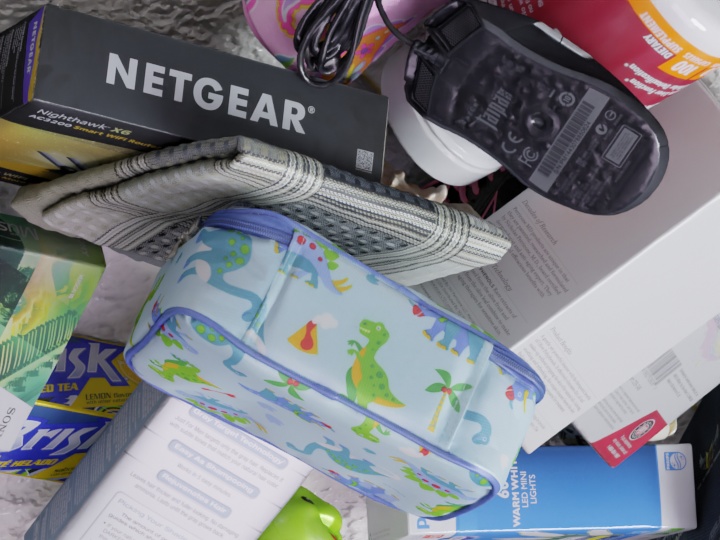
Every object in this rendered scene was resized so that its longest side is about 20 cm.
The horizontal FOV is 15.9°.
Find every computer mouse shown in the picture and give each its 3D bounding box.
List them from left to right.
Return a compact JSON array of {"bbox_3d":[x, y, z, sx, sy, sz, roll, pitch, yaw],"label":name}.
[{"bbox_3d":[0.077,-0.121,1.289,0.199,0.046,0.141,25,121,-2],"label":"computer mouse"}]

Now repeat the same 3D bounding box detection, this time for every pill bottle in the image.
[{"bbox_3d":[0.109,-0.125,1.376,0.113,0.114,0.199,22,141,-38],"label":"pill bottle"}]

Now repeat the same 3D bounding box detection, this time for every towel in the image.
[{"bbox_3d":[-0.055,-0.020,1.359,0.192,0.035,0.199,18,161,-40],"label":"towel"}]

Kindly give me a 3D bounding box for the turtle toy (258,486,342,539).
[{"bbox_3d":[-0.104,0.184,1.661,0.199,0.102,0.146,-1,149,28],"label":"turtle toy"}]

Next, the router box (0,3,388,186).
[{"bbox_3d":[-0.109,-0.073,1.349,0.199,0.053,0.157,13,164,-27],"label":"router box"}]

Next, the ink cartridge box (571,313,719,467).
[{"bbox_3d":[0.191,0.013,1.545,0.200,0.086,0.148,-40,156,1],"label":"ink cartridge box"}]

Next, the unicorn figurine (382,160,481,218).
[{"bbox_3d":[0.000,0.000,1.508,0.137,0.074,0.201,23,129,14],"label":"unicorn figurine"}]

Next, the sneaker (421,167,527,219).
[{"bbox_3d":[0.076,-0.041,1.518,0.095,0.079,0.201,8,134,-12],"label":"sneaker"}]

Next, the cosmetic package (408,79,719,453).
[{"bbox_3d":[0.137,-0.003,1.424,0.199,0.085,0.108,-37,144,1],"label":"cosmetic package"}]

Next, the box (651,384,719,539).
[{"bbox_3d":[0.239,0.173,1.749,0.051,0.158,0.201,15,136,-6],"label":"box"}]

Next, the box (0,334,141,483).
[{"bbox_3d":[-0.169,0.085,1.563,0.199,0.070,0.064,12,128,-32],"label":"box"}]

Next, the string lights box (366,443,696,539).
[{"bbox_3d":[0.111,0.150,1.715,0.198,0.059,0.103,0,169,-15],"label":"string lights box"}]

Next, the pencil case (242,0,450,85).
[{"bbox_3d":[0.032,-0.176,1.330,0.200,0.088,0.087,-36,138,20],"label":"pencil case"}]

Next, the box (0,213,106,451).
[{"bbox_3d":[-0.255,0.024,1.396,0.199,0.036,0.145,10,126,-31],"label":"box"}]

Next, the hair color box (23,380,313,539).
[{"bbox_3d":[-0.105,0.124,1.513,0.099,0.061,0.200,32,111,-18],"label":"hair color box"}]

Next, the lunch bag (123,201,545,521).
[{"bbox_3d":[-0.017,0.051,1.320,0.199,0.083,0.161,28,160,-8],"label":"lunch bag"}]

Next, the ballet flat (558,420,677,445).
[{"bbox_3d":[0.189,0.070,1.684,0.072,0.072,0.201,6,135,-27],"label":"ballet flat"}]
